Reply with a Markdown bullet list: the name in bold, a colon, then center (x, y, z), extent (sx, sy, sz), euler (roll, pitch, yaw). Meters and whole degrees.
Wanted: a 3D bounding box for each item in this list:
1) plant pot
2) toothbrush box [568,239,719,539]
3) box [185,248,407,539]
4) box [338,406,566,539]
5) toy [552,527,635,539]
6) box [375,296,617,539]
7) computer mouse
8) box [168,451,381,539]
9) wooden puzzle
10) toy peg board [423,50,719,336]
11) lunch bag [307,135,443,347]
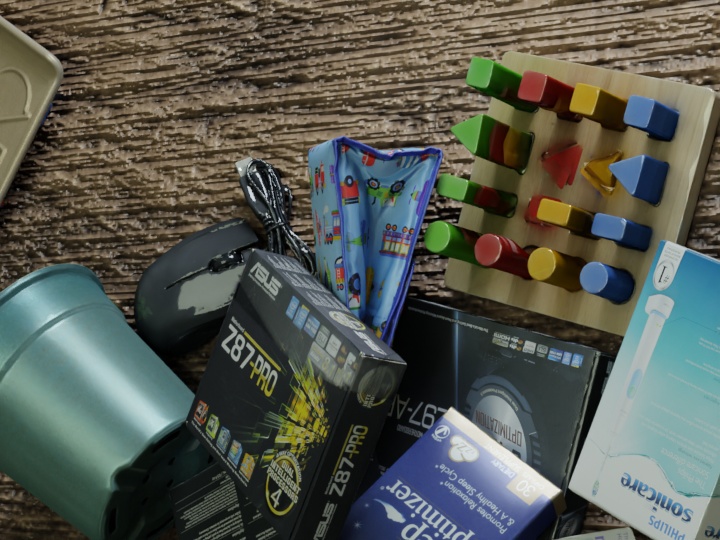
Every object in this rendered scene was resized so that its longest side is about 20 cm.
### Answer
- **plant pot**: center (-0.238, 0.132, 1.719), extent (0.196, 0.200, 0.201), euler (38, 104, 25)
- **toothbrush box**: center (0.252, 0.098, 1.408), extent (0.146, 0.085, 0.202), euler (25, 96, 57)
- **box**: center (-0.053, 0.097, 1.510), extent (0.200, 0.049, 0.162), euler (42, 113, 52)
- **box**: center (0.045, 0.207, 1.476), extent (0.200, 0.033, 0.121), euler (-44, 56, -17)
- **toy**: center (0.130, 0.271, 1.489), extent (0.199, 0.047, 0.116), euler (-15, 101, 35)
- **box**: center (0.099, 0.121, 1.563), extent (0.199, 0.043, 0.162), euler (16, 92, 36)
- **computer mouse**: center (-0.138, 0.001, 1.746), extent (0.199, 0.053, 0.139), euler (-36, 64, 25)
- **box**: center (-0.065, 0.217, 1.611), extent (0.199, 0.078, 0.143), euler (-32, 61, 45)
- **wooden puzzle**: center (-0.380, -0.157, 1.952), extent (0.185, 0.046, 0.201), euler (36, 107, 34)
- **toy peg board**: center (0.152, -0.067, 1.526), extent (0.198, 0.097, 0.202), euler (16, 91, 36)
- **lunch bag**: center (0.000, 0.000, 1.585), extent (0.093, 0.151, 0.202), euler (6, 89, -9)
